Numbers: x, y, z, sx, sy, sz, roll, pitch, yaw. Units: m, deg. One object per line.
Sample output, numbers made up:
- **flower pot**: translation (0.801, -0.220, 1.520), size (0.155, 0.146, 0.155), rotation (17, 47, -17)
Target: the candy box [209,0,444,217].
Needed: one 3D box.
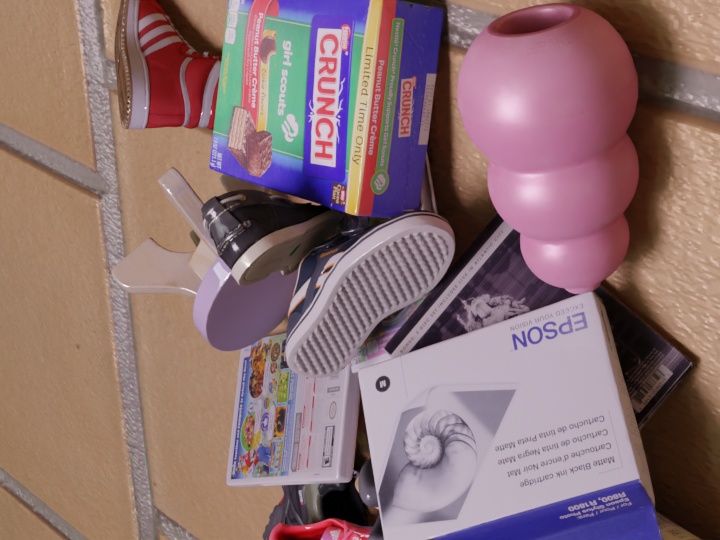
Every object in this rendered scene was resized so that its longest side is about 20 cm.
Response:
- **candy box**: translation (-0.032, -0.145, 1.223), size (0.199, 0.076, 0.172), rotation (19, 106, 45)

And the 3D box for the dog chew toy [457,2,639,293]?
- **dog chew toy**: translation (0.138, -0.078, 1.038), size (0.124, 0.124, 0.202), rotation (16, 128, 47)

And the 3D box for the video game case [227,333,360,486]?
- **video game case**: translation (-0.064, 0.129, 1.418), size (0.199, 0.018, 0.145), rotation (-14, 67, 54)

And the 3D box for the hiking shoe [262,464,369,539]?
- **hiking shoe**: translation (-0.040, 0.259, 1.473), size (0.100, 0.075, 0.202), rotation (36, 133, 41)

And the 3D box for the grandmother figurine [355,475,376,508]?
- **grandmother figurine**: translation (0.039, 0.132, 1.322), size (0.121, 0.060, 0.202), rotation (29, 132, 30)

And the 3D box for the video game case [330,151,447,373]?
- **video game case**: translation (0.019, -0.027, 1.252), size (0.143, 0.018, 0.203), rotation (-25, 71, 55)

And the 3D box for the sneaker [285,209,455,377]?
- **sneaker**: translation (0.000, 0.000, 1.195), size (0.200, 0.078, 0.080), rotation (-44, 36, 37)

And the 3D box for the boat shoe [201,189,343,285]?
- **boat shoe**: translation (-0.068, -0.037, 1.212), size (0.068, 0.200, 0.072), rotation (44, 105, 10)

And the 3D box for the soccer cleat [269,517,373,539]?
- **soccer cleat**: translation (0.007, 0.259, 1.368), size (0.198, 0.067, 0.077), rotation (-8, 136, 33)

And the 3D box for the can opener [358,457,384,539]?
- **can opener**: translation (0.024, 0.205, 1.218), size (0.065, 0.200, 0.053), rotation (0, 102, 6)

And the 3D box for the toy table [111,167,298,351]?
- **toy table**: translation (-0.125, -0.017, 1.371), size (0.117, 0.183, 0.201), rotation (46, 159, 18)

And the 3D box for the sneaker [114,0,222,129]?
- **sneaker**: translation (-0.176, -0.206, 1.433), size (0.072, 0.111, 0.202), rotation (110, 157, -46)

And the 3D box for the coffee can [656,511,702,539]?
- **coffee can**: translation (0.159, 0.227, 1.136), size (0.199, 0.145, 0.148), rotation (30, 130, 41)

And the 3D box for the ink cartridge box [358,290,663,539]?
- **ink cartridge box**: translation (0.104, 0.139, 1.075), size (0.197, 0.041, 0.203), rotation (-20, 65, 18)

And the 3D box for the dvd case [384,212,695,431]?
- **dvd case**: translation (0.129, 0.065, 1.123), size (0.149, 0.016, 0.200), rotation (-49, 60, 3)
